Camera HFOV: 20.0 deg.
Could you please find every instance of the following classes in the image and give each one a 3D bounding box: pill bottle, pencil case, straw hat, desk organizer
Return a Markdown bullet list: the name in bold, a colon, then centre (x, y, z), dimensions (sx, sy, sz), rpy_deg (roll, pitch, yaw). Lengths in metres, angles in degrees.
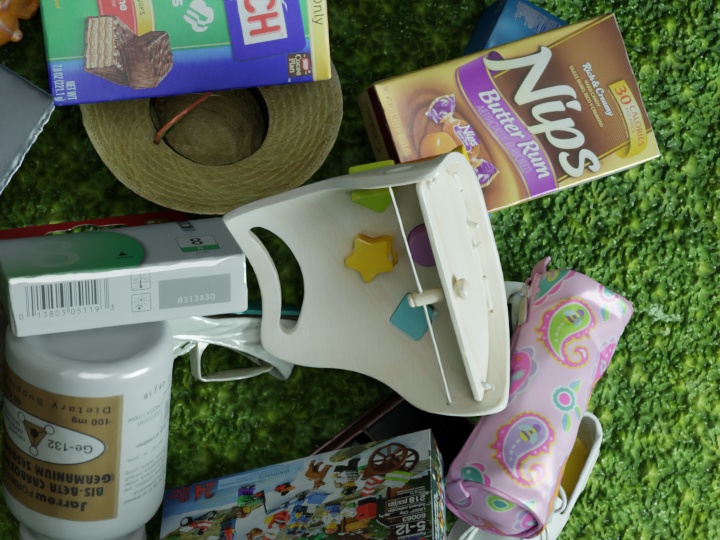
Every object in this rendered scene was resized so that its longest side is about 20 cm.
- **pill bottle**: centre (-0.191, 0.125, 1.419), dimensions (0.114, 0.114, 0.200), rpy_deg (-2, 120, -15)
- **pencil case**: centre (0.126, 0.092, 1.473), dimensions (0.087, 0.087, 0.200), rpy_deg (29, 65, -10)
- **straw hat**: centre (-0.111, -0.107, 1.514), dimensions (0.201, 0.085, 0.201), rpy_deg (2, 61, -3)
- **desk organizer**: centre (-0.004, 0.161, 1.521), dimensions (0.200, 0.077, 0.072), rpy_deg (-36, 94, -15)

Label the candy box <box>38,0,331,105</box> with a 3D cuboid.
- **candy box**: centre (-0.125, -0.208, 1.428), dimensions (0.200, 0.077, 0.169), rpy_deg (-6, 103, -7)

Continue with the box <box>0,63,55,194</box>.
- **box**: centre (-0.329, -0.107, 1.399), dimensions (0.200, 0.197, 0.124), rpy_deg (32, 77, -9)

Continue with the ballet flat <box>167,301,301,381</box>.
- **ballet flat**: centre (-0.124, 0.047, 1.490), dimensions (0.200, 0.069, 0.070), rpy_deg (10, 81, -34)

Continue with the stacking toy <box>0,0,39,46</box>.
- **stacking toy**: centre (-0.216, -0.243, 1.502), dimensions (0.116, 0.110, 0.200), rpy_deg (37, 87, 6)

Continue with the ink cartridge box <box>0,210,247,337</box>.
- **ink cartridge box**: centre (-0.179, -0.019, 1.429), dimensions (0.161, 0.200, 0.050), rpy_deg (-7, 115, -15)

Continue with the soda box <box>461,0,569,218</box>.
- **soda box**: centre (0.091, -0.110, 1.578), dimensions (0.064, 0.068, 0.200), rpy_deg (29, 78, -11)

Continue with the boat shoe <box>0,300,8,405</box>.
- **boat shoe**: centre (-0.263, 0.063, 1.478), dimensions (0.201, 0.063, 0.073), rpy_deg (-42, 91, -22)

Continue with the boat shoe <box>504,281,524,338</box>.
- **boat shoe**: centre (0.105, 0.036, 1.568), dimensions (0.200, 0.065, 0.074), rpy_deg (-3, 86, -15)

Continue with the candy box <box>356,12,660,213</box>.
- **candy box**: centre (0.110, -0.108, 1.519), dimensions (0.200, 0.056, 0.117), rpy_deg (-19, 90, -17)

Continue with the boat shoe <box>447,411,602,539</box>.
- **boat shoe**: centre (0.123, 0.178, 1.517), dimensions (0.075, 0.086, 0.202), rpy_deg (38, 57, 9)

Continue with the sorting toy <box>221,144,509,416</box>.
- **sorting toy**: centre (0.000, 0.000, 1.435), dimensions (0.180, 0.107, 0.200), rpy_deg (-7, 122, 16)

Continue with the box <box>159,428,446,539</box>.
- **box**: centre (-0.040, 0.188, 1.397), dimensions (0.200, 0.137, 0.038), rpy_deg (-14, 127, 11)
